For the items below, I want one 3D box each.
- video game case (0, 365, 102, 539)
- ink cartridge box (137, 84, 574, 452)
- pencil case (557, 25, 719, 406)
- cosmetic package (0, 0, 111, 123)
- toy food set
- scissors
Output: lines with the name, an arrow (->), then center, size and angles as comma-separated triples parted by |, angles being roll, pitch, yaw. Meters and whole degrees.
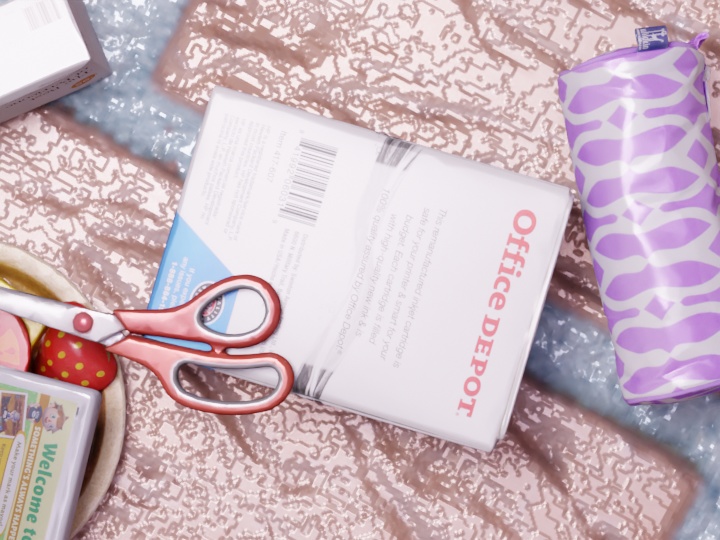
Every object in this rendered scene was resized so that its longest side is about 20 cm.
video game case -> -0.246, 0.139, 1.582 | 0.182, 0.022, 0.200 | 14, 92, 9
ink cartridge box -> 0.000, 0.000, 1.588 | 0.200, 0.084, 0.146 | 17, 89, 4
pencil case -> 0.162, -0.026, 1.584 | 0.085, 0.084, 0.200 | -9, 88, -20
cosmetic package -> -0.238, -0.090, 1.609 | 0.200, 0.083, 0.051 | -23, 89, 3
toy food set -> -0.228, 0.078, 1.618 | 0.198, 0.049, 0.200 | 31, 90, 4
scissors -> -0.133, 0.036, 1.550 | 0.200, 0.014, 0.073 | 2, 92, 5
